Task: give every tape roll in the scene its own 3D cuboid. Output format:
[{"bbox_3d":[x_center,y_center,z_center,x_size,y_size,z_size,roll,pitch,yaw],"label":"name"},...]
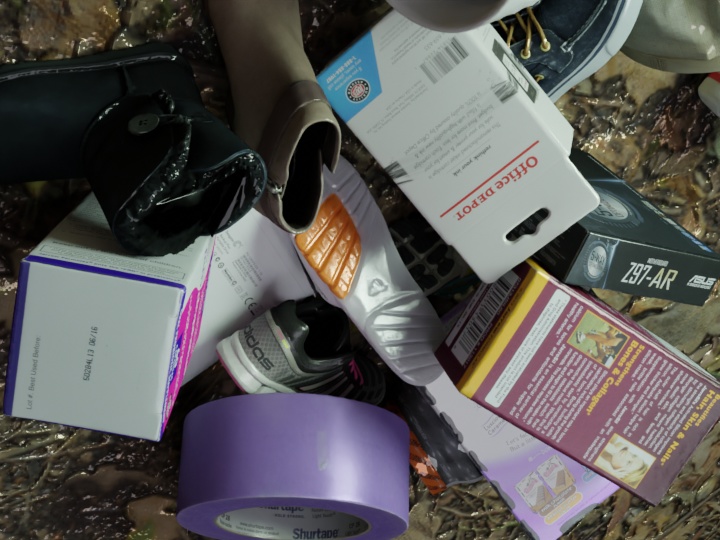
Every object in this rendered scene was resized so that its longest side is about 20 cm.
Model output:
[{"bbox_3d":[-0.056,0.175,1.016,0.197,0.086,0.201,1,157,1],"label":"tape roll"}]

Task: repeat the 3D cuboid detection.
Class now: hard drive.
[{"bbox_3d":[-0.138,0.024,0.963,0.199,0.027,0.132,-35,134,-3],"label":"hard drive"}]

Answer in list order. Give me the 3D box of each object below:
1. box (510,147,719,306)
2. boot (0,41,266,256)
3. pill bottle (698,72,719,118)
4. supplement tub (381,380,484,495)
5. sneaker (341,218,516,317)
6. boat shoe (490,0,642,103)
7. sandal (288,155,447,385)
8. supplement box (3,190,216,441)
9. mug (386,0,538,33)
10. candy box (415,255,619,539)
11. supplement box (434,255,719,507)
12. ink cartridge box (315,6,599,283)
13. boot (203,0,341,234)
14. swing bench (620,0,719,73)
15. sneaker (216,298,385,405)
[{"bbox_3d":[0.174,-0.049,0.968,0.158,0.200,0.044,10,116,-34],"label":"box"},{"bbox_3d":[-0.175,-0.071,0.769,0.198,0.169,0.077,-18,131,-16],"label":"boot"},{"bbox_3d":[0.403,-0.199,1.049,0.110,0.111,0.200,30,106,-42],"label":"pill bottle"},{"bbox_3d":[0.122,0.114,1.118,0.199,0.123,0.123,-35,134,-1],"label":"supplement tub"},{"bbox_3d":[0.069,-0.001,1.036,0.198,0.078,0.080,-21,144,-13],"label":"sneaker"},{"bbox_3d":[0.126,-0.172,0.900,0.090,0.072,0.200,5,145,-30],"label":"boat shoe"},{"bbox_3d":[-0.006,0.005,0.960,0.079,0.059,0.208,-33,96,-25],"label":"sandal"},{"bbox_3d":[-0.161,0.022,0.803,0.102,0.200,0.103,10,106,-5],"label":"supplement box"},{"bbox_3d":[0.107,-0.267,0.757,0.174,0.147,0.201,-30,151,-40],"label":"mug"},{"bbox_3d":[0.154,0.104,1.022,0.167,0.072,0.201,-37,102,-1],"label":"candy box"},{"bbox_3d":[0.172,0.081,0.929,0.199,0.086,0.111,31,99,-17],"label":"supplement box"},{"bbox_3d":[0.075,-0.105,0.875,0.115,0.067,0.200,-36,102,24],"label":"ink cartridge box"},{"bbox_3d":[-0.053,-0.132,0.808,0.069,0.147,0.202,-11,129,-20],"label":"boot"},{"bbox_3d":[0.271,-0.276,0.900,0.199,0.130,0.200,-35,135,-1],"label":"swing bench"},{"bbox_3d":[-0.028,0.074,1.012,0.087,0.074,0.199,-40,145,20],"label":"sneaker"}]
